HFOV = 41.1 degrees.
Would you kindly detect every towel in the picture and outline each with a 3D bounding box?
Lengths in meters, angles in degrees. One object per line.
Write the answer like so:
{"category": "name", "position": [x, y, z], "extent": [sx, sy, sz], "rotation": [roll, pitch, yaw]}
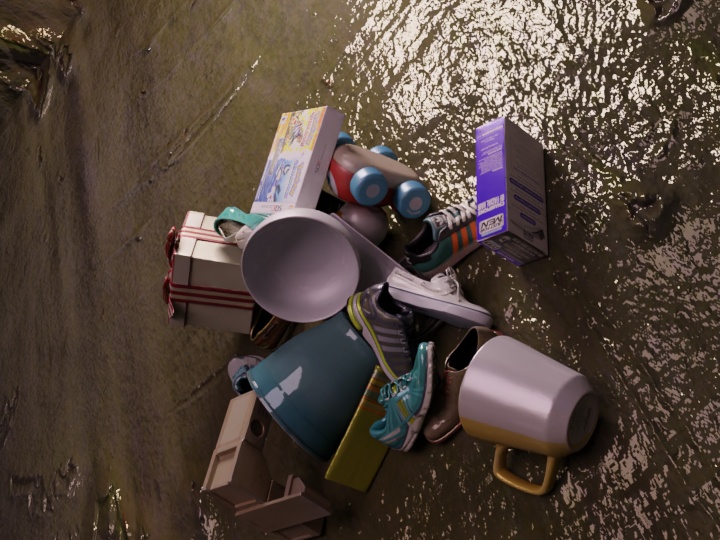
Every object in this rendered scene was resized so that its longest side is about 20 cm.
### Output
{"category": "towel", "position": [0.017, 0.254, 1.543], "extent": [0.201, 0.086, 0.018], "rotation": [-64, 27, 1]}

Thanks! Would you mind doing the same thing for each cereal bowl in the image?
{"category": "cereal bowl", "position": [-0.095, -0.017, 1.606], "extent": [0.200, 0.200, 0.084], "rotation": [-42, 14, 24]}

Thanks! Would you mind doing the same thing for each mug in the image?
{"category": "mug", "position": [0.243, 0.195, 1.317], "extent": [0.152, 0.188, 0.149], "rotation": [16, 50, 41]}

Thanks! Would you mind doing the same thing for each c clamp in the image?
{"category": "c clamp", "position": [0.074, 0.057, 1.633], "extent": [0.171, 0.027, 0.200], "rotation": [-52, 40, 6]}

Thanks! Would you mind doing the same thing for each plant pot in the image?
{"category": "plant pot", "position": [-0.052, 0.178, 1.590], "extent": [0.188, 0.200, 0.200], "rotation": [-42, 43, 2]}

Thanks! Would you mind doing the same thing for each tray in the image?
{"category": "tray", "position": [0.000, 0.000, 1.638], "extent": [0.200, 0.022, 0.108], "rotation": [39, 108, 19]}

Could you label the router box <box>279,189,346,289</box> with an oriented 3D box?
{"category": "router box", "position": [-0.078, -0.039, 1.747], "extent": [0.051, 0.149, 0.202], "rotation": [-4, 67, 45]}

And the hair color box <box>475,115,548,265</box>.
{"category": "hair color box", "position": [0.233, -0.122, 1.483], "extent": [0.064, 0.109, 0.202], "rotation": [-22, 55, 39]}

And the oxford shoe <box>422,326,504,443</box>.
{"category": "oxford shoe", "position": [0.141, 0.169, 1.459], "extent": [0.070, 0.074, 0.201], "rotation": [35, 98, 47]}

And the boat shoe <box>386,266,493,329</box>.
{"category": "boat shoe", "position": [0.130, 0.032, 1.529], "extent": [0.201, 0.075, 0.087], "rotation": [16, 77, 37]}

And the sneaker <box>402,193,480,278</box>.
{"category": "sneaker", "position": [0.154, -0.071, 1.558], "extent": [0.200, 0.080, 0.072], "rotation": [-44, 42, 15]}

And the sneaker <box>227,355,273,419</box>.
{"category": "sneaker", "position": [-0.206, 0.206, 1.808], "extent": [0.200, 0.086, 0.078], "rotation": [31, 93, 50]}

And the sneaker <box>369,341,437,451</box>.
{"category": "sneaker", "position": [0.068, 0.194, 1.464], "extent": [0.078, 0.079, 0.201], "rotation": [-72, 1, -61]}

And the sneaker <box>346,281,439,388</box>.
{"category": "sneaker", "position": [0.061, 0.107, 1.514], "extent": [0.201, 0.074, 0.081], "rotation": [52, 129, 1]}

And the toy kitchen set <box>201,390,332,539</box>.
{"category": "toy kitchen set", "position": [-0.117, 0.318, 1.588], "extent": [0.162, 0.200, 0.182], "rotation": [-25, 38, 38]}

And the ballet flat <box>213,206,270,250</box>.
{"category": "ballet flat", "position": [-0.205, -0.067, 1.728], "extent": [0.070, 0.068, 0.199], "rotation": [-44, 32, -20]}

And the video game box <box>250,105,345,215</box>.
{"category": "video game box", "position": [-0.114, -0.184, 1.699], "extent": [0.182, 0.047, 0.202], "rotation": [7, 79, 58]}

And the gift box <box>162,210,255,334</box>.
{"category": "gift box", "position": [-0.285, 0.004, 1.837], "extent": [0.200, 0.185, 0.186], "rotation": [-87, 7, -62]}

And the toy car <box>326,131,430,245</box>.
{"category": "toy car", "position": [-0.003, -0.108, 1.699], "extent": [0.201, 0.176, 0.185], "rotation": [-64, 33, 20]}

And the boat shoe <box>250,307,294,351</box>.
{"category": "boat shoe", "position": [-0.146, 0.056, 1.834], "extent": [0.072, 0.068, 0.202], "rotation": [16, 83, 50]}
